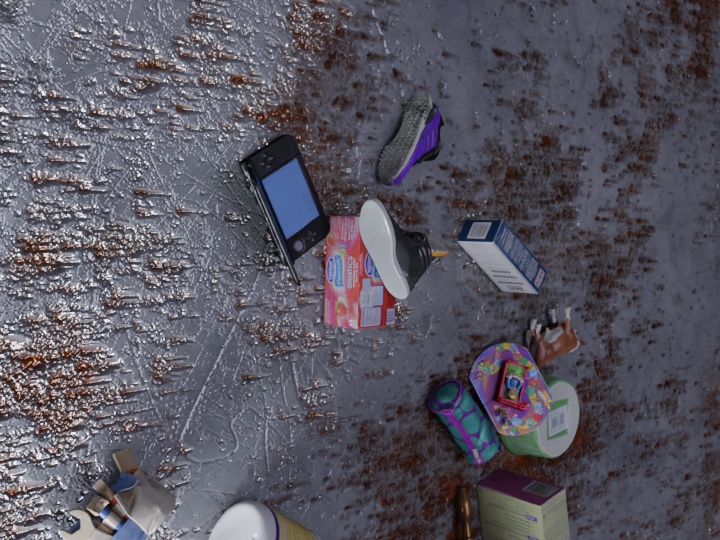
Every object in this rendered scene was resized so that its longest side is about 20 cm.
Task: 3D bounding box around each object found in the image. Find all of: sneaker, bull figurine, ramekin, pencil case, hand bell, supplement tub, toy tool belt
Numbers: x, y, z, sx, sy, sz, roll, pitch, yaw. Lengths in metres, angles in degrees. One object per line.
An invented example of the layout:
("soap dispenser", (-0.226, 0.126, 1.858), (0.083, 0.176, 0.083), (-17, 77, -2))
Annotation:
("sneaker", (0.064, -0.058, 1.547), (0.099, 0.070, 0.201), (-45, 128, -34))
("bull figurine", (0.457, 0.154, 2.072), (0.199, 0.065, 0.122), (-25, 107, -42))
("sneaker", (0.110, -0.233, 1.700), (0.099, 0.069, 0.201), (43, 66, -40))
("ramekin", (0.414, 0.331, 2.024), (0.199, 0.097, 0.202), (-5, 97, -43))
("pencil case", (0.218, 0.319, 1.845), (0.200, 0.085, 0.093), (54, 26, -31))
("hand bell", (0.228, 0.567, 1.897), (0.104, 0.104, 0.202), (-2, 84, -43))
("supplement tub", (-0.144, 0.486, 1.478), (0.200, 0.145, 0.146), (41, 67, -37))
("sneaker", (0.096, -0.023, 1.715), (0.199, 0.078, 0.078), (-11, 130, -47))
("toy tool belt", (-0.373, 0.366, 1.287), (0.123, 0.125, 0.200), (45, 56, -1))

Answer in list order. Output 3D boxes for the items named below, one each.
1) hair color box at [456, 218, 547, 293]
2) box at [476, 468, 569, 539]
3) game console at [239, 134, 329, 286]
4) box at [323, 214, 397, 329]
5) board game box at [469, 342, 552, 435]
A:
("hair color box", (0.302, -0.029, 1.882), (0.200, 0.100, 0.061), (44, 64, -37))
("box", (0.360, 0.563, 1.943), (0.096, 0.175, 0.202), (-18, 106, -40))
("game console", (-0.112, -0.104, 1.471), (0.176, 0.116, 0.201), (-38, 119, -34))
("box", (0.000, 0.000, 1.600), (0.099, 0.095, 0.202), (-3, 95, -44))
("board game box", (0.334, 0.251, 1.909), (0.157, 0.039, 0.201), (-26, 84, -20))
